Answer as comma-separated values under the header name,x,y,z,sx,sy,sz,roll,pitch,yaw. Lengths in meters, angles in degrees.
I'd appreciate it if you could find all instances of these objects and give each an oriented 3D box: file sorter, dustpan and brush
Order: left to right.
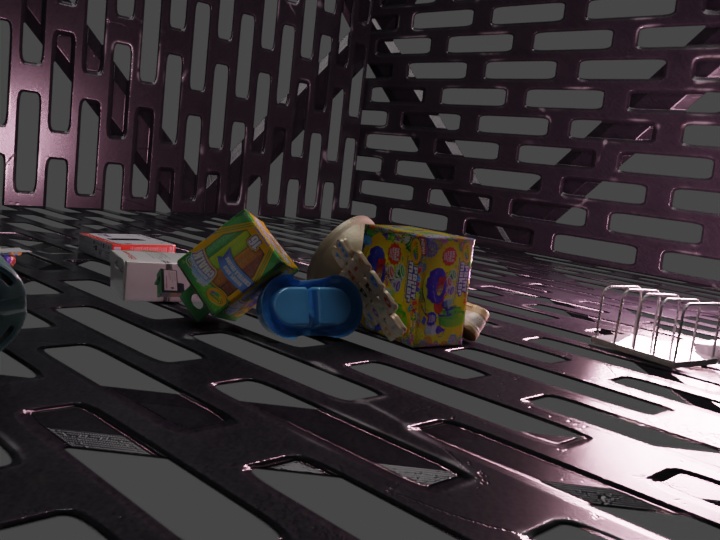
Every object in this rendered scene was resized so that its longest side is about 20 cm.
name,x,y,z,sx,sy,sz,roll,pitch,yaw
file sorter,0.591,0.106,1.563,0.139,0.125,0.200,2,9,-34
dustpan and brush,0.747,0.172,1.523,0.139,0.057,0.200,-4,0,7

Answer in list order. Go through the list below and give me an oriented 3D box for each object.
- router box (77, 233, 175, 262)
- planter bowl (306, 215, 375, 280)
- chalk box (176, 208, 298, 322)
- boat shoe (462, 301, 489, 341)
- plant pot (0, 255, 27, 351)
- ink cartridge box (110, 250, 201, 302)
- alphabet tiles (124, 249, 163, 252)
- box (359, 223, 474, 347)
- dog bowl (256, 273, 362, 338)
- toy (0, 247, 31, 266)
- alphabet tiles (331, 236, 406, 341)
name,x,y,z,sx,sy,sz,roll,pitch,yaw
router box,-0.616,-0.059,2.060,0.179,0.049,0.200,-1,11,-44
planter bowl,0.000,0.000,1.712,0.135,0.200,0.200,41,24,25
chalk box,-0.233,0.007,1.389,0.124,0.200,0.124,52,2,11
boat shoe,0.177,0.077,1.552,0.200,0.069,0.074,27,-22,50
plant pot,-0.557,0.022,1.049,0.200,0.201,0.196,-2,19,-46
ink cartridge box,-0.395,0.012,1.588,0.200,0.085,0.146,2,9,-28
alphabet tiles,-0.495,-0.032,1.867,0.166,0.006,0.200,6,7,-3
box,0.098,0.024,1.478,0.122,0.200,0.192,1,9,-35
dog bowl,-0.092,0.066,1.380,0.200,0.112,0.050,1,-10,-32
toy,-0.788,-0.028,1.700,0.115,0.047,0.200,-2,8,-30
alphabet tiles,0.013,0.034,1.391,0.015,0.200,0.196,-32,-6,-16
